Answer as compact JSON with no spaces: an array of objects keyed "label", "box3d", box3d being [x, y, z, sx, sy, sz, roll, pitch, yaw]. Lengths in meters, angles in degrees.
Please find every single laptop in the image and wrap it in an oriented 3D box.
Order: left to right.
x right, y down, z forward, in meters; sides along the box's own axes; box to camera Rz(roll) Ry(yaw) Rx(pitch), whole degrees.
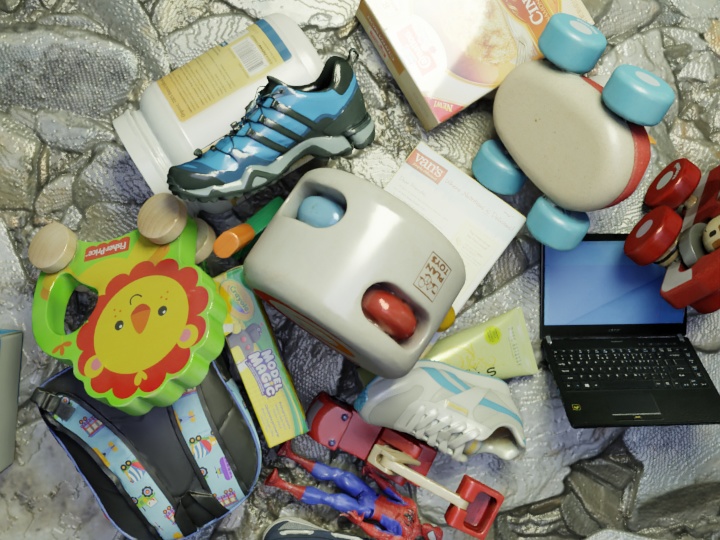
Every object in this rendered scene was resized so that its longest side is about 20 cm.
[{"label":"laptop","box3d":[0.294,0.060,0.905,0.176,0.201,0.104,-1,129,-5]}]

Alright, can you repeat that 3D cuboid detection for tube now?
[{"label":"tube","box3d":[0.094,0.102,0.915,0.199,0.052,0.058,-15,135,-9]}]

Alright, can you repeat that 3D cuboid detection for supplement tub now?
[{"label":"supplement tub","box3d":[-0.127,-0.147,0.838,0.199,0.145,0.145,-32,94,-5]}]

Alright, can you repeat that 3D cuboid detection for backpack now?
[{"label":"backpack","box3d":[-0.195,0.156,0.839,0.182,0.135,0.201,-31,93,-5]}]

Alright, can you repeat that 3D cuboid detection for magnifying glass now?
[{"label":"magnifying glass","box3d":[-0.109,-0.035,0.814,0.080,0.200,0.022,-44,92,8]}]

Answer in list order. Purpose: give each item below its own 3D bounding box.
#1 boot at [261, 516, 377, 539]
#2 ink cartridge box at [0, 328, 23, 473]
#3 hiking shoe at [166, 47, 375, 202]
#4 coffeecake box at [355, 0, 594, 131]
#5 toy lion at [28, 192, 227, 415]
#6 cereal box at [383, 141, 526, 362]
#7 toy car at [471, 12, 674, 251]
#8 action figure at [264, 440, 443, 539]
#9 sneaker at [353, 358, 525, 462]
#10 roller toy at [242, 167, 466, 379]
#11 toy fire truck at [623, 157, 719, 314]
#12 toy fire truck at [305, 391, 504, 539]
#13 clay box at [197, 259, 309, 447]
[{"label":"boot","box3d":[-0.009,0.319,0.883,0.199,0.090,0.073,14,89,-6]},{"label":"ink cartridge box","box3d":[-0.453,0.127,0.836,0.198,0.084,0.146,4,90,-6]},{"label":"hiking shoe","box3d":[-0.085,-0.127,0.744,0.199,0.074,0.087,-26,117,-21]},{"label":"coffeecake box","box3d":[0.119,-0.269,0.899,0.199,0.073,0.154,-33,95,-4]},{"label":"toy lion","box3d":[-0.212,0.037,0.757,0.199,0.069,0.193,-12,60,19]},{"label":"cereal box","box3d":[0.061,-0.017,0.892,0.144,0.040,0.200,38,81,7]},{"label":"toy car","box3d":[0.254,-0.145,0.874,0.199,0.185,0.177,-11,49,-39]},{"label":"action figure","box3d":[-0.001,0.245,0.899,0.199,0.052,0.066,28,48,-7]},{"label":"sneaker","box3d":[0.087,0.147,0.858,0.199,0.081,0.077,10,129,-29]},{"label":"roller toy","box3d":[0.000,0.000,0.775,0.199,0.182,0.140,33,81,5]},{"label":"toy fire truck","box3d":[0.379,-0.058,0.866,0.112,0.168,0.200,37,55,-5]},{"label":"toy fire truck","box3d":[0.037,0.194,0.861,0.199,0.141,0.049,28,88,-6]},{"label":"clay box","box3d":[-0.110,0.069,0.857,0.047,0.115,0.201,-21,93,-6]}]
